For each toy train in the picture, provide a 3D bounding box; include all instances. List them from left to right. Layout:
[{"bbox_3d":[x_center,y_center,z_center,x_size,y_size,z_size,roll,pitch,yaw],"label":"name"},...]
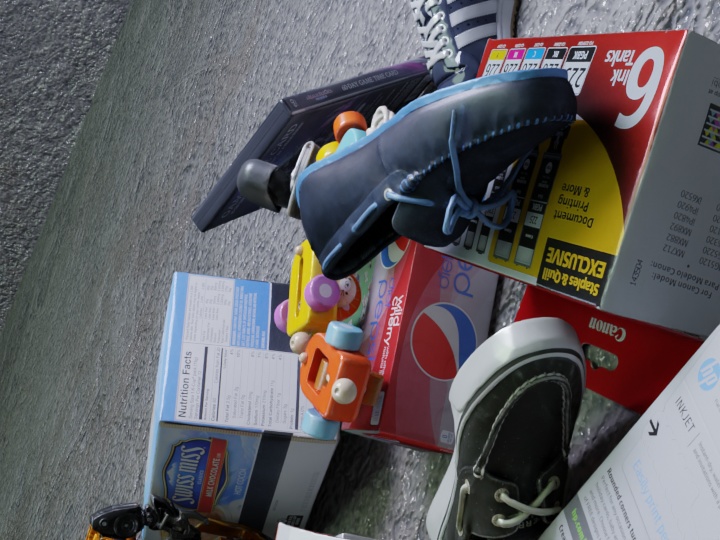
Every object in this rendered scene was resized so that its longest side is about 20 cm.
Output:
[{"bbox_3d":[0.000,0.000,0.746,0.150,0.055,0.203,-157,80,-67],"label":"toy train"}]

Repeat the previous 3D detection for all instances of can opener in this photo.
[{"bbox_3d":[-0.045,-0.066,0.883,0.200,0.066,0.054,0,-72,-84],"label":"can opener"}]

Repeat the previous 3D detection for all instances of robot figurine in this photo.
[{"bbox_3d":[-0.132,0.247,0.874,0.058,0.197,0.147,12,85,67],"label":"robot figurine"}]

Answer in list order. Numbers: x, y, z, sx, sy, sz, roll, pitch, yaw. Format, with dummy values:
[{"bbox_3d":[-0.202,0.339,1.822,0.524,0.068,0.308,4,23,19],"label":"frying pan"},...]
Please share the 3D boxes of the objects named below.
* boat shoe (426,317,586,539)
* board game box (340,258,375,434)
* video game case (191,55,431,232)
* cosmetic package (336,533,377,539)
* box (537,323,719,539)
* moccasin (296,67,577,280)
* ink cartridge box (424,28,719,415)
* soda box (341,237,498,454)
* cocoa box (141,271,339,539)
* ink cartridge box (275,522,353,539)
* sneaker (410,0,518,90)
[{"bbox_3d":[0.081,0.109,0.609,0.202,0.069,0.064,97,161,-44],"label":"boat shoe"},{"bbox_3d":[0.008,0.010,0.933,0.135,0.029,0.202,-49,32,44],"label":"board game box"},{"bbox_3d":[-0.031,-0.103,0.925,0.019,0.199,0.143,52,130,10],"label":"video game case"},{"bbox_3d":[-0.017,0.284,0.770,0.082,0.050,0.203,141,140,-57],"label":"cosmetic package"},{"bbox_3d":[0.147,0.134,0.498,0.201,0.041,0.157,-60,26,32],"label":"box"},{"bbox_3d":[0.041,-0.044,0.608,0.199,0.079,0.069,-26,71,55],"label":"moccasin"},{"bbox_3d":[0.119,-0.028,0.624,0.200,0.083,0.178,22,96,68],"label":"ink cartridge box"},{"bbox_3d":[0.048,0.016,0.780,0.063,0.069,0.203,-14,62,65],"label":"soda box"},{"bbox_3d":[-0.097,0.116,0.910,0.201,0.129,0.135,109,164,-51],"label":"cocoa box"},{"bbox_3d":[0.035,0.183,0.522,0.198,0.050,0.111,1,75,44],"label":"ink cartridge box"},{"bbox_3d":[0.057,-0.188,0.851,0.070,0.107,0.203,-21,56,63],"label":"sneaker"}]
